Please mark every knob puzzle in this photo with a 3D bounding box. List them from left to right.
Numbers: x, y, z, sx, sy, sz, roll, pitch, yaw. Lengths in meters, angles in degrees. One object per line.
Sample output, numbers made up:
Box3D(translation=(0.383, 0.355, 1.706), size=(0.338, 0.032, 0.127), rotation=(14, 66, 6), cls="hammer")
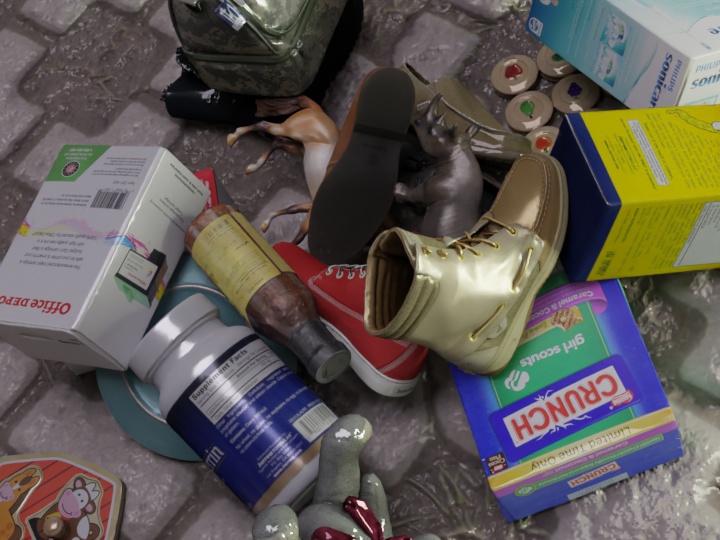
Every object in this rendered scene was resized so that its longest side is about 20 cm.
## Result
Box3D(translation=(-0.315, 0.251, 1.589), size=(0.219, 0.030, 0.220), rotation=(-9, 56, 14), cls="knob puzzle")

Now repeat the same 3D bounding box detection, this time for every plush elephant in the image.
Box3D(translation=(0.012, 0.252, 1.382), size=(0.154, 0.201, 0.165), rotation=(15, 32, 23), cls="plush elephant")

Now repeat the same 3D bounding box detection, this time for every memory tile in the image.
Box3D(translation=(0.238, -0.185, 1.667), size=(0.199, 0.017, 0.154), rotation=(-21, 55, 6), cls="memory tile")

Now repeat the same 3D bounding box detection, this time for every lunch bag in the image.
Box3D(translation=(-0.105, -0.293, 1.670), size=(0.139, 0.168, 0.200), rotation=(8, 61, 27), cls="lunch bag")

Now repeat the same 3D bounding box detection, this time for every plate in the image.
Box3D(translation=(-0.159, 0.081, 1.581), size=(0.199, 0.026, 0.201), rotation=(0, 89, 10), cls="plate")

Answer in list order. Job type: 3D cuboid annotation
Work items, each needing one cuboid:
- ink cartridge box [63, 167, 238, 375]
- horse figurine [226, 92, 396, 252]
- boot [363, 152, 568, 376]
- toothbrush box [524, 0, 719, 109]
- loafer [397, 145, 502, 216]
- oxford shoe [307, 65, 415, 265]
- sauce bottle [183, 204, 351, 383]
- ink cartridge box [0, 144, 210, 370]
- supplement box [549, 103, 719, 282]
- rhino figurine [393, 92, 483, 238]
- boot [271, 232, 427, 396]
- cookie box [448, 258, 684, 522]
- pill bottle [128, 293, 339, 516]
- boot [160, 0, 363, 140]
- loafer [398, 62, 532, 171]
Box3D(translation=(-0.219, 0.002, 1.675), size=(0.199, 0.084, 0.145), rotation=(-17, 56, 8), cls="ink cartridge box")
Box3D(translation=(-0.053, -0.099, 1.667), size=(0.132, 0.050, 0.201), rotation=(-22, 75, 13), cls="horse figurine")
Box3D(translation=(0.088, -0.021, 1.411), size=(0.073, 0.155, 0.201), rotation=(23, 93, 49), cls="boot")
Box3D(translation=(0.279, -0.226, 1.577), size=(0.146, 0.085, 0.200), rotation=(-18, 45, -36), cls="toothbrush box")
Box3D(translation=(0.096, -0.083, 1.626), size=(0.200, 0.063, 0.072), rotation=(30, 74, 32), cls="loafer")
Box3D(translation=(0.001, -0.101, 1.611), size=(0.071, 0.071, 0.200), rotation=(20, 98, -12), cls="oxford shoe")
Box3D(translation=(-0.084, 0.023, 1.519), size=(0.066, 0.066, 0.200), rotation=(-38, 59, -6), cls="sauce bottle")
Box3D(translation=(-0.252, -0.014, 1.576), size=(0.145, 0.084, 0.200), rotation=(4, 61, 39), cls="ink cartridge box")
Box3D(translation=(0.271, -0.071, 1.478), size=(0.199, 0.109, 0.110), rotation=(-5, 53, -19), cls="supplement box")
Box3D(translation=(0.079, -0.066, 1.564), size=(0.087, 0.060, 0.201), rotation=(0, 91, 44), cls="rhino figurine")
Box3D(translation=(0.000, 0.000, 1.530), size=(0.200, 0.145, 0.072), rotation=(40, 35, 28), cls="boot")
Box3D(translation=(0.172, 0.096, 1.480), size=(0.171, 0.075, 0.200), rotation=(-22, 55, 6), cls="cookie box")
Box3D(translation=(-0.108, 0.122, 1.500), size=(0.116, 0.116, 0.200), rotation=(-43, 80, -9), cls="pill bottle")
Box3D(translation=(-0.107, -0.236, 1.785), size=(0.168, 0.076, 0.201), rotation=(19, 74, 24), cls="boot")
Box3D(translation=(0.091, -0.155, 1.657), size=(0.200, 0.076, 0.068), rotation=(26, 95, 31), cls="loafer")
